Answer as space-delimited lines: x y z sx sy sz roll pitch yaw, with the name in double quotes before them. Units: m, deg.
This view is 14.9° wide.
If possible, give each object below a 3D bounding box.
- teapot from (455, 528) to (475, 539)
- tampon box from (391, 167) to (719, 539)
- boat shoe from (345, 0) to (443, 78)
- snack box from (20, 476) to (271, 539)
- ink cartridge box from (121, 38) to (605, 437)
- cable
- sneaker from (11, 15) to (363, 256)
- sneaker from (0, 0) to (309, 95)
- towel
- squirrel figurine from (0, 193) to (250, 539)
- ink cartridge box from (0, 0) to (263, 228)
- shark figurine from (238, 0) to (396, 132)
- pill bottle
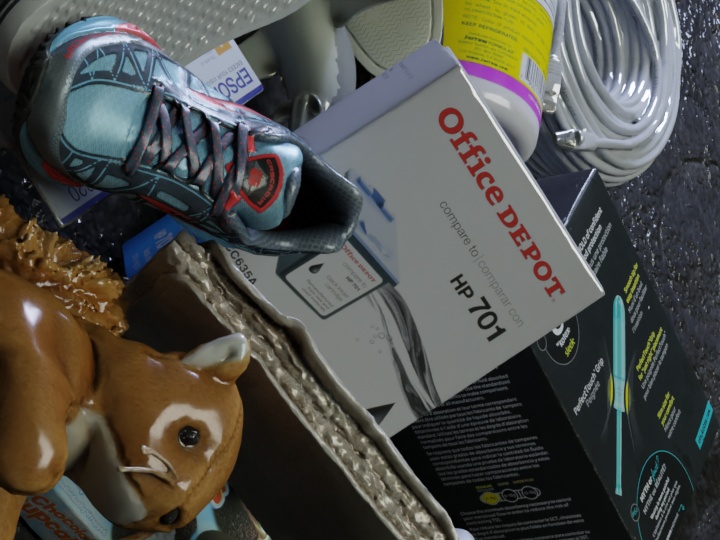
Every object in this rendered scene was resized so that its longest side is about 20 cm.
"teapot" 0.035 0.247 1.473 0.200 0.146 0.197 61 0 3
"tampon box" 0.103 0.068 1.628 0.200 0.126 0.150 61 37 -26
"boat shoe" 0.005 -0.184 1.551 0.068 0.072 0.200 55 12 -61
"snack box" -0.112 0.103 1.372 0.200 0.037 0.116 53 41 -35
"ink cartridge box" 0.000 0.000 1.396 0.147 0.200 0.086 56 3 -14
"cable" 0.143 -0.152 1.798 0.200 0.069 0.200 23 63 -53
"sneaker" -0.069 -0.057 1.239 0.200 0.095 0.079 22 87 -52
"sneaker" -0.108 -0.135 1.290 0.200 0.079 0.079 -24 136 -41
"towel" -0.040 0.073 1.287 0.034 0.133 0.200 -40 93 -25
"squirrel figurine" -0.144 0.036 1.207 0.186 0.142 0.200 9 38 -15
"ink cartridge box" -0.156 -0.133 1.323 0.200 0.043 0.196 60 36 -7
"shark figurine" -0.028 -0.076 1.474 0.090 0.128 0.215 44 47 -58
"pill bottle" 0.066 -0.162 1.650 0.104 0.104 0.200 41 50 -45
